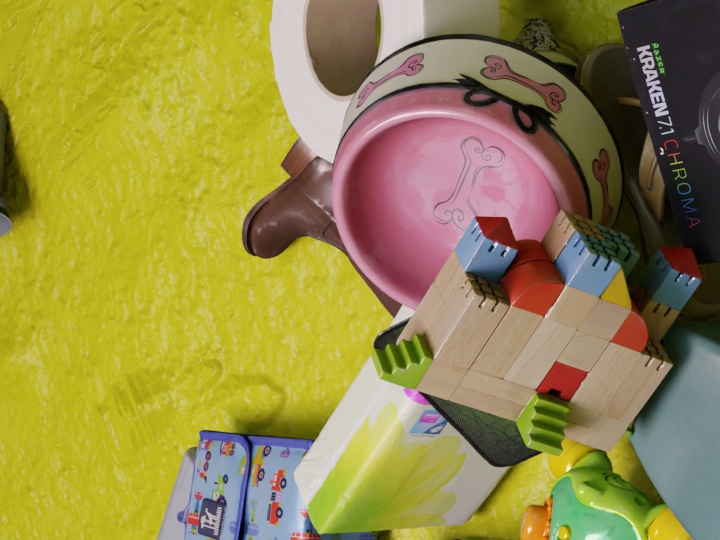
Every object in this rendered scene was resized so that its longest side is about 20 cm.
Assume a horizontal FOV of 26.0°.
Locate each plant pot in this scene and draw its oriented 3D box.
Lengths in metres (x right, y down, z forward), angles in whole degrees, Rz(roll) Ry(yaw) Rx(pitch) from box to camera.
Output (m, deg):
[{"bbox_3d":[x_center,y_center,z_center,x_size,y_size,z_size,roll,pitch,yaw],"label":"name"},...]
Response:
[{"bbox_3d":[0.278,0.118,0.987,0.200,0.141,0.141,39,121,44],"label":"plant pot"}]

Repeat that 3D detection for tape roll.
[{"bbox_3d":[0.013,-0.177,1.140,0.202,0.071,0.203,12,105,55],"label":"tape roll"}]

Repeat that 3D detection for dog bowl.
[{"bbox_3d":[0.070,-0.051,1.039,0.200,0.074,0.200,11,126,16],"label":"dog bowl"}]

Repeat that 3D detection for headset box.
[{"bbox_3d":[0.281,-0.105,0.943,0.200,0.093,0.174,-8,103,47],"label":"headset box"}]

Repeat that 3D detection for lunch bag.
[{"bbox_3d":[-0.085,0.217,1.345,0.200,0.094,0.151,-2,81,45],"label":"lunch bag"}]

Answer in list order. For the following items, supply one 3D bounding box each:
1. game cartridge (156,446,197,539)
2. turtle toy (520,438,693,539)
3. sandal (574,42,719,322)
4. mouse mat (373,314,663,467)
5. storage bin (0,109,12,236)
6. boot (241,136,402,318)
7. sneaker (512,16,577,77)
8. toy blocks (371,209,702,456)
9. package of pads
[{"bbox_3d":[-0.111,0.271,1.433,0.200,0.042,0.133,36,116,32],"label":"game cartridge"},{"bbox_3d":[0.182,0.216,1.088,0.146,0.101,0.200,35,160,52],"label":"turtle toy"},{"bbox_3d":[0.210,-0.064,1.050,0.054,0.080,0.200,-24,87,61],"label":"sandal"},{"bbox_3d":[0.121,0.063,1.065,0.161,0.200,0.008,-27,45,17],"label":"mouse mat"},{"bbox_3d":[-0.439,-0.093,1.615,0.200,0.146,0.134,-23,54,43],"label":"storage bin"},{"bbox_3d":[0.000,0.000,1.272,0.200,0.064,0.186,47,147,10],"label":"boot"},{"bbox_3d":[0.103,-0.109,1.167,0.200,0.077,0.089,-50,29,43],"label":"sneaker"},{"bbox_3d":[0.123,0.028,0.967,0.137,0.200,0.100,-60,26,24],"label":"toy blocks"},{"bbox_3d":[0.060,0.111,1.170,0.200,0.154,0.068,-57,47,30],"label":"package of pads"}]
